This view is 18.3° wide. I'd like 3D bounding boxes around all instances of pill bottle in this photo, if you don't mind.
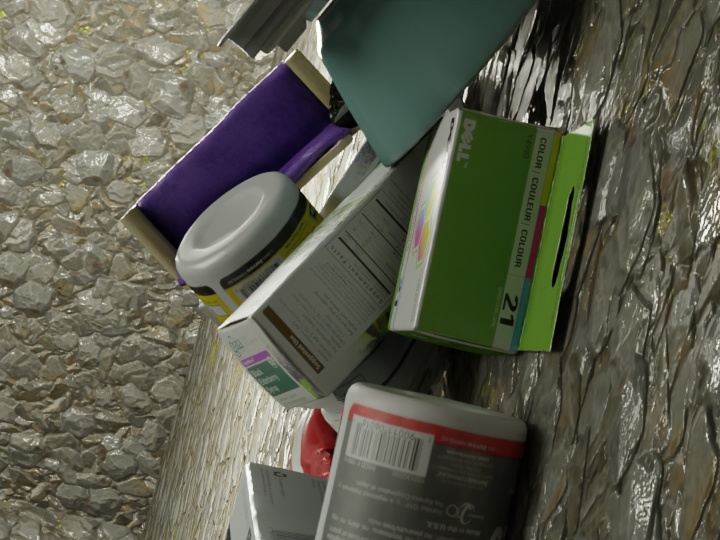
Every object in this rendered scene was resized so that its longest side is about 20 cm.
[{"bbox_3d":[-0.042,0.032,1.716,0.112,0.200,0.113,-32,24,16],"label":"pill bottle"},{"bbox_3d":[0.026,0.177,1.345,0.114,0.113,0.202,-168,90,-82],"label":"pill bottle"}]

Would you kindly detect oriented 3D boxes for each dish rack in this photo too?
[{"bbox_3d":[-0.010,-0.226,1.507,0.200,0.043,0.172,-48,6,20],"label":"dish rack"}]

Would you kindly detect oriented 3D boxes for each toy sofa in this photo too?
[{"bbox_3d":[-0.094,-0.081,1.787,0.200,0.083,0.098,-43,6,9],"label":"toy sofa"}]

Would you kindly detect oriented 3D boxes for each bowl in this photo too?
[{"bbox_3d":[0.044,-0.181,1.538,0.201,0.105,0.201,-48,6,6],"label":"bowl"}]

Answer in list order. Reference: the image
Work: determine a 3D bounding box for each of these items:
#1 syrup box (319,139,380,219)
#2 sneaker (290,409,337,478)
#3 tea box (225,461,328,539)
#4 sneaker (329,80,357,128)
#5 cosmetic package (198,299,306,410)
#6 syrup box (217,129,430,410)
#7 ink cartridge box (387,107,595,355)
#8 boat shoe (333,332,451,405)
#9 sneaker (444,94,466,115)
[{"bbox_3d":[0.011,-0.042,1.797,0.082,0.078,0.200,-57,1,-20],"label":"syrup box"},{"bbox_3d":[-0.001,0.174,1.759,0.116,0.078,0.202,128,143,-52],"label":"sneaker"},{"bbox_3d":[-0.038,0.268,1.580,0.200,0.132,0.199,-115,38,-77],"label":"tea box"},{"bbox_3d":[0.053,-0.173,1.676,0.201,0.090,0.070,-54,22,28],"label":"sneaker"},{"bbox_3d":[-0.054,0.023,1.923,0.051,0.200,0.152,-22,43,26],"label":"cosmetic package"},{"bbox_3d":[0.000,0.000,1.562,0.200,0.081,0.079,-47,8,-22],"label":"syrup box"},{"bbox_3d":[0.081,-0.026,1.412,0.200,0.075,0.149,164,119,-82],"label":"ink cartridge box"},{"bbox_3d":[0.032,0.059,1.634,0.073,0.067,0.200,-28,14,34],"label":"boat shoe"},{"bbox_3d":[0.056,-0.149,1.834,0.200,0.070,0.073,57,133,50],"label":"sneaker"}]
